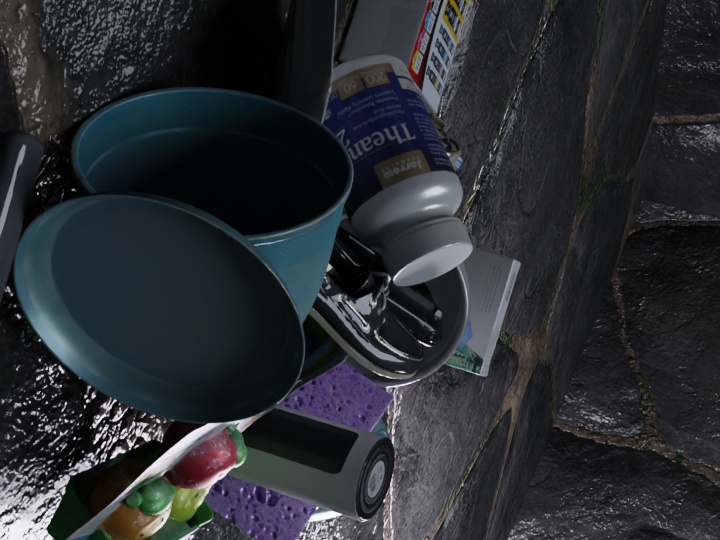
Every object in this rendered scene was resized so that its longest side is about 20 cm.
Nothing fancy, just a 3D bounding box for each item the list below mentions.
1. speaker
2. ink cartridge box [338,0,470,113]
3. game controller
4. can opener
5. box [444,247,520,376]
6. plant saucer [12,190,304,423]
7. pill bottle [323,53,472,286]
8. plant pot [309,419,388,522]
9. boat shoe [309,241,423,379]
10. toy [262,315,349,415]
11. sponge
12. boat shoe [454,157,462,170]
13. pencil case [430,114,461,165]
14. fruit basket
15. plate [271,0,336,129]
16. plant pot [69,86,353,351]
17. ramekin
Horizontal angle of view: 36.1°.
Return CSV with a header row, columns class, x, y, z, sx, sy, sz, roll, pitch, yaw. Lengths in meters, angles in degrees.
class,x,y,z,sx,sy,sz,roll,pitch,yaw
speaker,-0.072,0.171,1.053,0.081,0.199,0.082,-39,136,-52
ink cartridge box,0.067,-0.290,1.236,0.176,0.083,0.201,30,77,-70
game controller,0.000,0.000,1.061,0.042,0.200,0.104,-50,-153,11
can opener,-0.251,0.006,0.670,0.067,0.053,0.201,20,85,-70
box,0.080,0.031,1.346,0.036,0.199,0.145,23,83,-65
plant saucer,-0.129,0.023,0.725,0.028,0.199,0.201,-70,163,-46
pill bottle,0.029,-0.092,1.040,0.201,0.110,0.111,67,12,18
plant pot,-0.047,0.198,1.232,0.200,0.134,0.201,-51,151,-45
boat shoe,-0.002,0.026,0.968,0.200,0.063,0.073,40,24,-29
toy,-0.050,0.056,1.065,0.115,0.047,0.200,-36,-170,23
sponge,-0.066,0.180,1.135,0.200,0.111,0.030,-54,178,-8
boat shoe,0.061,-0.129,1.376,0.200,0.072,0.073,6,105,-60
pencil case,0.044,-0.080,1.269,0.090,0.077,0.201,-85,-160,-66
fruit basket,-0.148,0.171,0.896,0.200,0.094,0.185,-36,172,22
plate,-0.054,-0.159,0.953,0.200,0.032,0.201,111,-15,-52
plant pot,-0.117,-0.008,0.836,0.200,0.199,0.189,-49,156,-49
ramekin,0.024,0.016,1.202,0.105,0.199,0.201,-59,159,-68
